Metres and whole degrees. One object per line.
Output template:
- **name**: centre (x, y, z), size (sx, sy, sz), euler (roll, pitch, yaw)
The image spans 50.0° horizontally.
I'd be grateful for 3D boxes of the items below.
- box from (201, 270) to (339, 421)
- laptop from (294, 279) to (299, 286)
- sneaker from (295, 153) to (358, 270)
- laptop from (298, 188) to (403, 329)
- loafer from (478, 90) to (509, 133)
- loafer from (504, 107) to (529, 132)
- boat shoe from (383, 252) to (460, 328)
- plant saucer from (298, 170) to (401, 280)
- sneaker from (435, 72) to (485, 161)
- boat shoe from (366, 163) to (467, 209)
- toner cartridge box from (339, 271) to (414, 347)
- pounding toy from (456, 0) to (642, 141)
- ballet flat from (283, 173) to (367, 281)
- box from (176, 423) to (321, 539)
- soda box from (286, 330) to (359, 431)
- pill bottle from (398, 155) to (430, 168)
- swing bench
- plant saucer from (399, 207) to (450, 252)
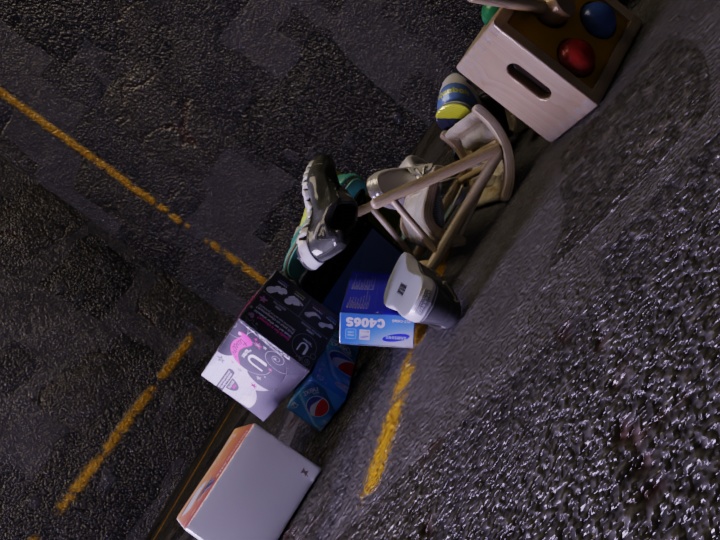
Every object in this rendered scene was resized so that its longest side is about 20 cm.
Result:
- **box**: centre (-0.141, 0.120, 1.181), size (0.200, 0.132, 0.115), euler (-49, 6, 48)
- **laptop**: centre (-0.060, 0.056, 1.412), size (0.115, 0.201, 0.187), euler (0, 27, 43)
- **sneaker**: centre (-0.039, -0.096, 1.126), size (0.090, 0.066, 0.201), euler (-21, 48, 30)
- **laptop**: centre (0.000, 0.000, 1.230), size (0.178, 0.103, 0.200), euler (-57, -12, -14)
- **loafer**: centre (0.233, -0.273, 1.251), size (0.063, 0.072, 0.200), euler (-52, -7, -1)
- **loafer**: centre (0.235, -0.296, 1.125), size (0.076, 0.068, 0.202), euler (70, -167, -75)
- **boat shoe**: centre (0.076, 0.027, 0.921), size (0.200, 0.066, 0.070), euler (-141, 75, -80)
- **plant saucer**: centre (-0.007, -0.055, 1.318), size (0.048, 0.199, 0.201), euler (1, 71, 57)
- **sneaker**: centre (0.172, -0.234, 1.231), size (0.200, 0.073, 0.083), euler (51, -145, -60)
- **boat shoe**: centre (0.103, -0.142, 1.232), size (0.199, 0.071, 0.069), euler (-7, -14, -33)
- **toner cartridge box**: centre (0.026, 0.048, 1.038), size (0.200, 0.094, 0.044), euler (-74, -14, -75)
- **pounding toy**: centre (0.215, -0.286, 0.928), size (0.185, 0.199, 0.142), euler (-57, 7, -25)
- **ballet flat**: centre (-0.064, -0.070, 1.235), size (0.201, 0.067, 0.070), euler (-55, 33, -7)
- **box**: centre (-0.154, 0.298, 1.029), size (0.153, 0.106, 0.200), euler (-56, 6, -21)
- **soda box**: centre (-0.054, 0.163, 1.205), size (0.068, 0.064, 0.200), euler (-53, 6, 18)
- **pill bottle**: centre (0.083, -0.133, 1.609), size (0.200, 0.104, 0.104), euler (-52, 6, 25)
- **swing bench**: centre (0.113, -0.107, 1.080), size (0.200, 0.130, 0.199), euler (-42, 4, -4)
- **plant saucer**: centre (0.117, -0.089, 1.417), size (0.200, 0.036, 0.200), euler (-53, 6, 8)
